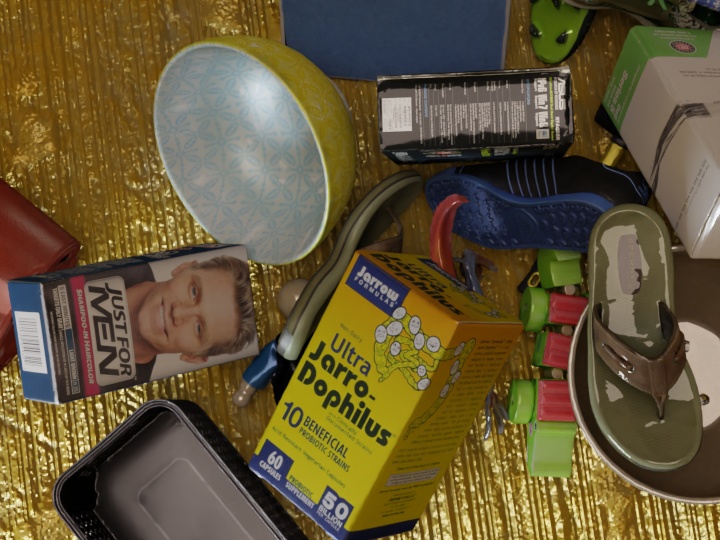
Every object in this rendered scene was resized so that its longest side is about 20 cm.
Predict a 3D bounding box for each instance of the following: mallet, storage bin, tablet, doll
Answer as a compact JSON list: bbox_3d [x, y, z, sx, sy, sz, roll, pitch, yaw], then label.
[{"bbox_3d":[0.205,-0.059,1.256,0.066,0.041,0.200,25,91,10],"label":"mallet"},{"bbox_3d":[-0.147,0.220,1.232,0.135,0.094,0.200,-41,81,1],"label":"storage bin"},{"bbox_3d":[0.028,-0.211,1.249,0.199,0.130,0.014,6,51,6],"label":"tablet"},{"bbox_3d":[-0.044,0.105,1.255,0.136,0.048,0.201,-9,83,10],"label":"doll"}]

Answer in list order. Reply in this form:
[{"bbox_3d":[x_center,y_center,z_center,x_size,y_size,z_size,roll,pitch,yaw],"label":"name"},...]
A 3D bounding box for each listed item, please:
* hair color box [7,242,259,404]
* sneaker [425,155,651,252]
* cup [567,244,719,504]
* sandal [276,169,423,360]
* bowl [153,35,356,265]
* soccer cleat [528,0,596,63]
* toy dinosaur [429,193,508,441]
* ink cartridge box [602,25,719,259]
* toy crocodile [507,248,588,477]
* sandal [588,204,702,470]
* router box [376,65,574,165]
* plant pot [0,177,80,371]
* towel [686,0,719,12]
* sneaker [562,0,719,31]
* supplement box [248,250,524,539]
[{"bbox_3d":[-0.184,0.040,1.201,0.060,0.200,0.100,2,101,49],"label":"hair color box"},{"bbox_3d":[0.150,-0.062,1.225,0.200,0.078,0.070,13,129,40],"label":"sneaker"},{"bbox_3d":[0.267,0.085,1.179,0.200,0.143,0.201,-1,85,6],"label":"cup"},{"bbox_3d":[0.000,0.001,1.229,0.057,0.080,0.201,30,68,9],"label":"sandal"},{"bbox_3d":[-0.071,-0.116,1.239,0.200,0.200,0.108,48,47,8],"label":"bowl"},{"bbox_3d":[0.202,-0.276,1.261,0.067,0.081,0.200,25,108,41],"label":"soccer cleat"},{"bbox_3d":[0.053,0.069,1.205,0.105,0.200,0.182,-2,52,20],"label":"toy dinosaur"},{"bbox_3d":[0.300,-0.102,1.151,0.145,0.084,0.200,1,43,-18],"label":"ink cartridge box"},{"bbox_3d":[0.167,0.075,1.225,0.067,0.062,0.201,8,86,-7],"label":"toy crocodile"},{"bbox_3d":[0.206,0.050,1.079,0.080,0.057,0.202,-9,85,5],"label":"sandal"},{"bbox_3d":[0.095,-0.124,1.188,0.149,0.200,0.062,-3,91,6],"label":"router box"},{"bbox_3d":[-0.360,-0.017,1.235,0.195,0.201,0.201,34,88,0],"label":"plant pot"},{"bbox_3d":[0.272,-0.262,1.186,0.200,0.024,0.145,11,43,-28],"label":"towel"},{"bbox_3d":[0.242,-0.239,1.196,0.200,0.089,0.077,14,95,-28],"label":"sneaker"},{"bbox_3d":[0.019,0.098,1.132,0.109,0.109,0.200,35,106,29],"label":"supplement box"}]
